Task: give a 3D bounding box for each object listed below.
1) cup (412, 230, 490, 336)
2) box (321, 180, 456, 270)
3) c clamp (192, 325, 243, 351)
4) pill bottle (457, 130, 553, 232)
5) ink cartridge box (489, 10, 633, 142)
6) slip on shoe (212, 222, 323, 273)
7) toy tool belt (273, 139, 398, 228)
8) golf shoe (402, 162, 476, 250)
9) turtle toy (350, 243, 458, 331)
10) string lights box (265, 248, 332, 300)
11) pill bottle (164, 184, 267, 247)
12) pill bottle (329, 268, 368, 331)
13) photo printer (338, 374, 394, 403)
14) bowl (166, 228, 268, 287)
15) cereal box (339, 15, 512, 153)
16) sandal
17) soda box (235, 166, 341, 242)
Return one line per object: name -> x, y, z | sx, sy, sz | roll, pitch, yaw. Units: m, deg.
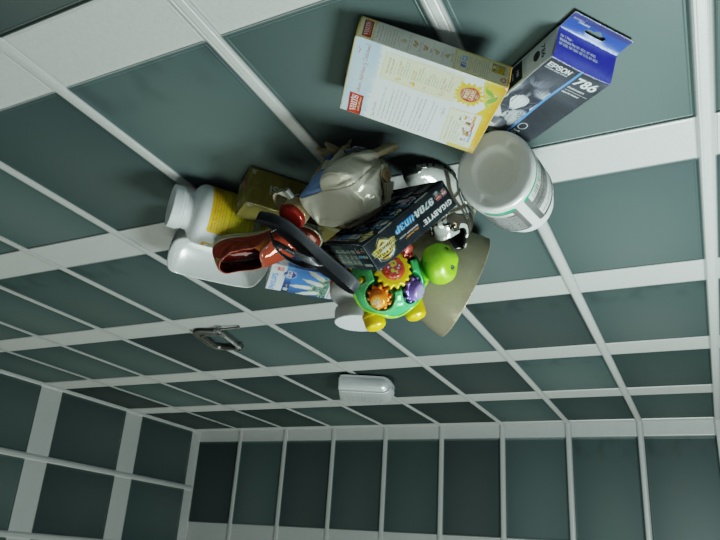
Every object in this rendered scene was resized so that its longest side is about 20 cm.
cup -> 0.135, -0.001, 1.303 | 0.140, 0.204, 0.201 | 27, 156, 0
box -> 0.038, -0.068, 1.067 | 0.047, 0.158, 0.199 | 55, 164, -14
c clamp -> -0.409, 0.208, 2.071 | 0.165, 0.028, 0.201 | 0, 156, 10
pill bottle -> 0.222, -0.122, 1.028 | 0.110, 0.117, 0.199 | -7, 169, 24
ink cartridge box -> 0.241, -0.238, 0.887 | 0.097, 0.040, 0.199 | 15, 154, -21
slip on shoe -> -0.158, -0.034, 1.188 | 0.194, 0.062, 0.075 | -10, 136, 0
toy tool belt -> -0.032, -0.135, 1.076 | 0.197, 0.124, 0.126 | -12, 127, 44
golf shoe -> 0.135, -0.104, 1.149 | 0.076, 0.097, 0.198 | -12, 151, 36
turtle toy -> 0.069, 0.007, 1.167 | 0.194, 0.150, 0.102 | -13, 161, -12
string lights box -> -0.086, 0.005, 1.396 | 0.194, 0.061, 0.103 | 10, 149, -12
pill bottle -> -0.242, -0.089, 1.238 | 0.195, 0.107, 0.104 | 16, 155, -25
pill bottle -> 0.000, 0.000, 1.276 | 0.109, 0.206, 0.114 | 3, 158, 1
photo printer -> 0.022, 0.414, 2.423 | 0.193, 0.071, 0.167 | 3, 157, 3
bowl -> -0.281, -0.044, 1.391 | 0.194, 0.077, 0.200 | 12, 157, -18
cereal box -> 0.077, -0.232, 0.887 | 0.195, 0.040, 0.144 | 19, 156, -3
sandal -> -0.087, -0.023, 1.096 | 0.198, 0.043, 0.076 | 39, 169, -6
soda box -> -0.115, -0.110, 1.211 | 0.195, 0.070, 0.064 | 15, 156, -23
